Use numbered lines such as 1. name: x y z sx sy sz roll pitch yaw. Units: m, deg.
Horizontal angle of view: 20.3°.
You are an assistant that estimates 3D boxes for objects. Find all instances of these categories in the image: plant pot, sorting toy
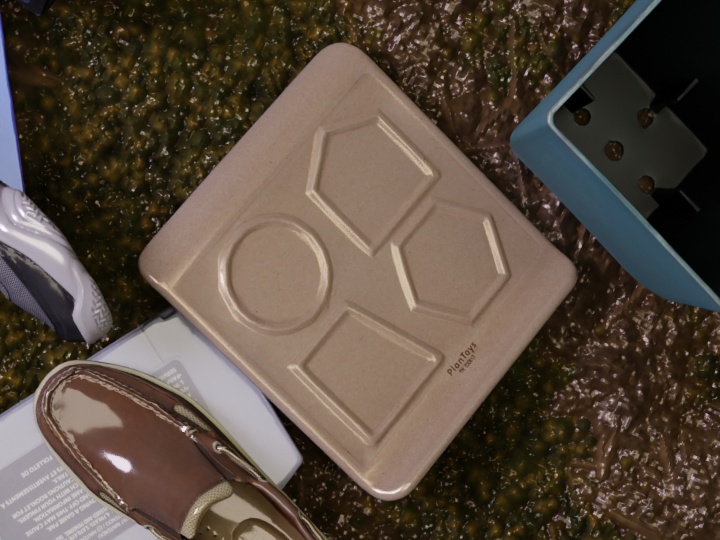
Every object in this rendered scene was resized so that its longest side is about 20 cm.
1. plant pot: 0.167 -0.074 1.097 0.141 0.200 0.141 45 82 -7
2. sorting toy: 0.000 0.000 1.138 0.200 0.036 0.185 43 71 -6

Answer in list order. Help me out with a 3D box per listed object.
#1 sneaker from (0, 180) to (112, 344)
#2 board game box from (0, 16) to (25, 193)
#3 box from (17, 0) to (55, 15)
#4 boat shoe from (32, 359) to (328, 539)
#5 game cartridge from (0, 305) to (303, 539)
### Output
1. sneaker: -0.228 -0.011 1.043 0.200 0.075 0.114 45 83 -1
2. board game box: -0.258 -0.095 1.097 0.133 0.045 0.202 -8 90 -11
3. box: -0.171 -0.267 1.057 0.163 0.086 0.201 36 77 -9
4. boat shoe: -0.086 0.117 1.075 0.202 0.075 0.075 36 83 -8
5. game cartridge: -0.139 0.119 1.121 0.199 0.042 0.134 -32 99 -10
